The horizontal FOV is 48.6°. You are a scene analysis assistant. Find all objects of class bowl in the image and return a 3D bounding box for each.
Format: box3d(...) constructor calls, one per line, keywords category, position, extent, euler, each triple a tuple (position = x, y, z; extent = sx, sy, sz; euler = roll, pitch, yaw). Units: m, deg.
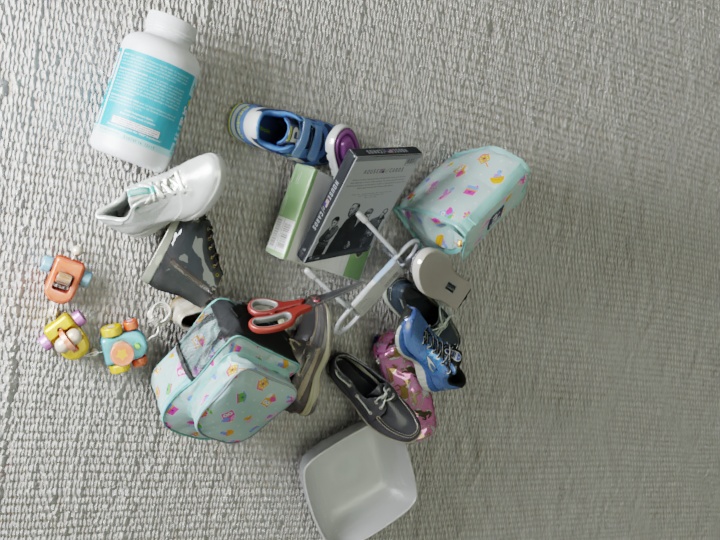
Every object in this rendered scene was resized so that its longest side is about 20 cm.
box3d(category="bowl", position=(-0.012, 0.361, 1.388), extent=(0.198, 0.074, 0.203), euler=(-25, 111, -22))

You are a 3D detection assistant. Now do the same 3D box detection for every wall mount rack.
box3d(category="wall mount rack", position=(0.000, 0.000, 1.257), extent=(0.200, 0.074, 0.174), euler=(-48, 160, -2))

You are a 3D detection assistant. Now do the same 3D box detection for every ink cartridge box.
box3d(category="ink cartridge box", position=(-0.051, -0.073, 1.292), extent=(0.199, 0.048, 0.148), euler=(18, 92, -54))

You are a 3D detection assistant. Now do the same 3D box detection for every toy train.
box3d(category="toy train", position=(-0.372, 0.066, 1.131), extent=(0.198, 0.056, 0.152), euler=(28, 90, -24))

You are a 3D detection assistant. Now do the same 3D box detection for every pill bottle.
box3d(category="pill bottle", position=(-0.287, -0.245, 1.089), extent=(0.110, 0.110, 0.203), euler=(18, 92, -30))

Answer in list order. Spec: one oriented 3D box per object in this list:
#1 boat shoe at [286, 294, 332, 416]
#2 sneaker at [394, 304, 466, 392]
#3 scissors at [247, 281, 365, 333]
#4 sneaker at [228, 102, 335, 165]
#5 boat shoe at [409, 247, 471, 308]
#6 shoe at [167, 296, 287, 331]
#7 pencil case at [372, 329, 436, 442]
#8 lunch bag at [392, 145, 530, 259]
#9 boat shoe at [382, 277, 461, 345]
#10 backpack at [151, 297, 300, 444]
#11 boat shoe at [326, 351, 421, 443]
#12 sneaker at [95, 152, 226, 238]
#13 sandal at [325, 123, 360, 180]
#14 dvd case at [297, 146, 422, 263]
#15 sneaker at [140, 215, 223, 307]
box3d(category="boat shoe", position=(-0.096, 0.139, 1.295), extent=(0.072, 0.074, 0.204), euler=(7, 95, -28))
box3d(category="sneaker", position=(0.123, 0.128, 1.318), extent=(0.201, 0.088, 0.079), euler=(56, 46, -39))
box3d(category="scissors", position=(-0.072, 0.054, 1.169), extent=(0.197, 0.073, 0.014), euler=(-9, 126, -21))
box3d(category="sneaker", position=(-0.099, -0.202, 1.216), extent=(0.197, 0.082, 0.075), euler=(7, 96, -31))
box3d(category="boat shoe", position=(0.109, 0.001, 1.328), extent=(0.075, 0.092, 0.200), euler=(-55, 147, -4))
box3d(category="shoe", position=(-0.199, 0.082, 1.238), extent=(0.197, 0.053, 0.071), euler=(9, 96, -30))
box3d(category="pencil case", position=(0.079, 0.204, 1.399), extent=(0.085, 0.083, 0.203), euler=(-13, 110, 7))
box3d(category="lunch bag", position=(0.175, -0.112, 1.310), extent=(0.170, 0.199, 0.122), euler=(-43, 109, -15))
box3d(category="boat shoe", position=(0.120, 0.082, 1.406), extent=(0.075, 0.062, 0.200), euler=(-50, 119, -14))
box3d(category="backpack", position=(-0.204, 0.166, 1.178), extent=(0.199, 0.155, 0.175), euler=(-38, 144, 16))
box3d(category="boat shoe", position=(0.023, 0.211, 1.325), extent=(0.200, 0.063, 0.073), euler=(42, 72, 7))
box3d(category="sneaker", position=(-0.273, -0.101, 1.082), extent=(0.088, 0.198, 0.076), euler=(16, 51, -60))
box3d(category="sandal", position=(0.002, -0.139, 1.249), extent=(0.083, 0.049, 0.203), euler=(-55, 140, -18))
box3d(category="dvd case", position=(-0.002, -0.101, 1.218), extent=(0.149, 0.025, 0.201), euler=(-11, 140, -46))
box3d(category="sneaker", position=(-0.231, -0.052, 1.174), extent=(0.105, 0.075, 0.202), euler=(28, 97, -18))
